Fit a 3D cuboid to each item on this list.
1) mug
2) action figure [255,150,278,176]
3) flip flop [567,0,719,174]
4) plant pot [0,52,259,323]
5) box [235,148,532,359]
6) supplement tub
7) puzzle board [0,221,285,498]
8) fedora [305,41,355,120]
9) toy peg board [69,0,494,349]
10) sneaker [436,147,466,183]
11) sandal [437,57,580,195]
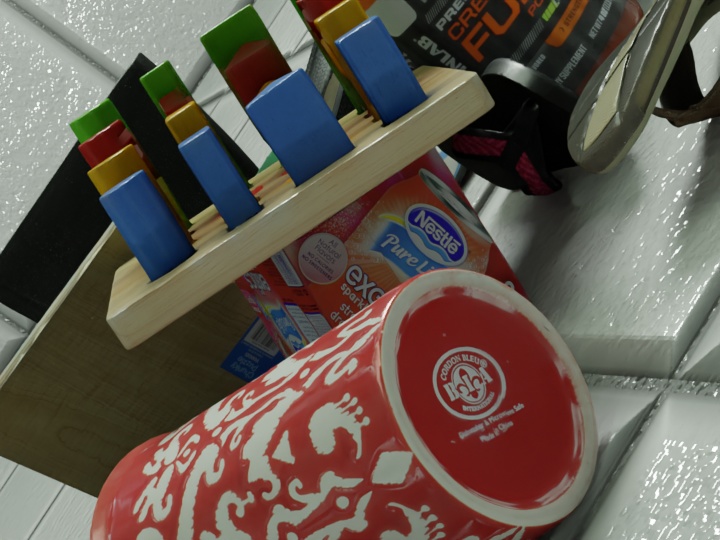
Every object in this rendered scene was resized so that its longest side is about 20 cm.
[{"bbox_3d":[-0.001,0.075,0.837,0.200,0.133,0.178,-38,22,44],"label":"mug"},{"bbox_3d":[-0.072,0.027,1.219,0.200,0.118,0.055,-52,-29,10],"label":"action figure"},{"bbox_3d":[0.154,-0.102,0.901,0.081,0.058,0.200,-51,-3,40],"label":"flip flop"},{"bbox_3d":[-0.146,-0.016,1.486,0.200,0.177,0.200,-57,1,-6],"label":"plant pot"},{"bbox_3d":[0.000,0.000,1.047,0.095,0.100,0.200,-35,8,-11],"label":"box"},{"bbox_3d":[0.050,-0.159,1.094,0.107,0.199,0.107,-52,12,16],"label":"supplement tub"},{"bbox_3d":[-0.111,0.068,1.152,0.151,0.199,0.017,-53,42,7],"label":"puzzle board"},{"bbox_3d":[0.004,-0.114,1.364,0.201,0.091,0.202,-164,90,-86],"label":"fedora"},{"bbox_3d":[-0.056,-0.070,0.977,0.199,0.098,0.199,-34,8,-1],"label":"toy peg board"},{"bbox_3d":[0.011,-0.048,1.261,0.201,0.072,0.072,-55,10,-4],"label":"sneaker"},{"bbox_3d":[0.077,-0.061,1.044,0.045,0.075,0.200,-57,4,-12],"label":"sandal"}]
